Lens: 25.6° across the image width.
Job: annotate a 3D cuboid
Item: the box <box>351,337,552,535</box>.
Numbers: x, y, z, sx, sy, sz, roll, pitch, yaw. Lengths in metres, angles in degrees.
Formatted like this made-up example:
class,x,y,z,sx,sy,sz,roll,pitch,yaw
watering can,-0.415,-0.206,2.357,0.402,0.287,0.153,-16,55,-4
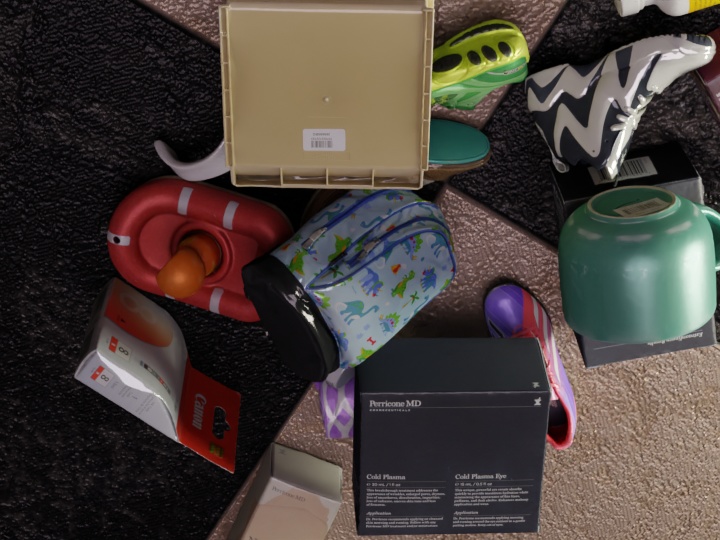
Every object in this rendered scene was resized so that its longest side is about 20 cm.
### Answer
class,x,y,z,sx,sy,sz,roll,pitch,yaw
box,0.092,0.173,1.661,0.197,0.105,0.184,0,121,-3

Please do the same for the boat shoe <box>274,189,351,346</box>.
class,x,y,z,sx,sy,sz,roll,pitch,yaw
boat shoe,-0.042,-0.001,1.689,0.071,0.068,0.202,16,113,-9

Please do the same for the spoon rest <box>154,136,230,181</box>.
class,x,y,z,sx,sy,sz,roll,pitch,yaw
spoon rest,-0.115,-0.149,1.616,0.199,0.061,0.099,-29,143,14

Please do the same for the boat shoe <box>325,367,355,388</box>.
class,x,y,z,sx,sy,sz,roll,pitch,yaw
boat shoe,0.014,0.032,1.703,0.066,0.070,0.201,39,92,17

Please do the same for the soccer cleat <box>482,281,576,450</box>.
class,x,y,z,sx,sy,sz,roll,pitch,yaw
soccer cleat,0.192,0.105,1.745,0.067,0.073,0.202,-21,114,8

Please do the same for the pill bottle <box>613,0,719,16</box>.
class,x,y,z,sx,sy,sz,roll,pitch,yaw
pill bottle,0.339,-0.311,1.541,0.198,0.105,0.105,-17,115,5

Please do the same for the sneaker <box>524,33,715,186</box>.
class,x,y,z,sx,sy,sz,roll,pitch,yaw
sneaker,0.268,-0.155,1.583,0.197,0.079,0.131,-14,89,19

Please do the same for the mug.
class,x,y,z,sx,sy,sz,roll,pitch,yaw
mug,0.272,-0.020,1.547,0.150,0.185,0.116,2,115,24

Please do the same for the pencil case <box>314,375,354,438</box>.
class,x,y,z,sx,sy,sz,roll,pitch,yaw
pencil case,0.049,0.135,1.746,0.197,0.086,0.085,-4,130,-2

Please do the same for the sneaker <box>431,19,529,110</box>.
class,x,y,z,sx,sy,sz,roll,pitch,yaw
sneaker,0.078,-0.186,1.601,0.198,0.075,0.084,-14,143,19

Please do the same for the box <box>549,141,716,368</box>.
class,x,y,z,sx,sy,sz,roll,pitch,yaw
box,0.287,-0.016,1.676,0.146,0.105,0.202,-9,115,2

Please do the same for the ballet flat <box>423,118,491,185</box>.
class,x,y,z,sx,sy,sz,roll,pitch,yaw
ballet flat,0.034,-0.115,1.639,0.197,0.068,0.073,-2,144,-18

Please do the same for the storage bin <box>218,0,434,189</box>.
class,x,y,z,sx,sy,sz,roll,pitch,yaw
storage bin,-0.030,-0.183,1.500,0.197,0.094,0.201,1,125,0

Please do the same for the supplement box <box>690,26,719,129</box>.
class,x,y,z,sx,sy,sz,roll,pitch,yaw
supplement box,0.415,-0.148,1.616,0.085,0.111,0.201,-29,113,10

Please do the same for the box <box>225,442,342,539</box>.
class,x,y,z,sx,sy,sz,roll,pitch,yaw
box,-0.099,0.310,1.826,0.094,0.078,0.202,20,113,-10

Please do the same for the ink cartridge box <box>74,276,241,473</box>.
class,x,y,z,sx,sy,sz,roll,pitch,yaw
ink cartridge box,-0.201,0.109,1.682,0.199,0.163,0.050,32,112,-16

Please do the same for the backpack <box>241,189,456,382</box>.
class,x,y,z,sx,sy,sz,roll,pitch,yaw
backpack,0.000,0.000,1.601,0.153,0.200,0.164,20,146,36

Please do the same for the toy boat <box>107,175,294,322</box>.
class,x,y,z,sx,sy,sz,roll,pitch,yaw
toy boat,-0.172,-0.013,1.631,0.198,0.131,0.132,16,114,13
